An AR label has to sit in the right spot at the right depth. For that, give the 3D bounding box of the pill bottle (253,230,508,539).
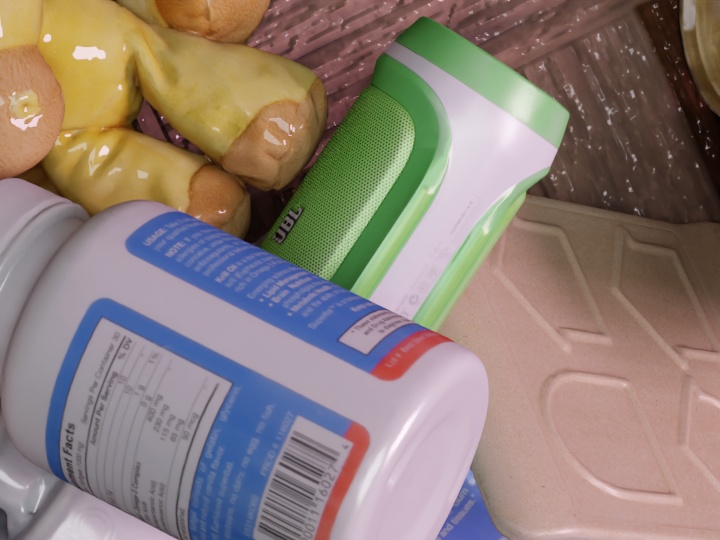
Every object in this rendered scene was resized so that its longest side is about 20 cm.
[{"bbox_3d":[0.022,0.069,1.255,0.200,0.112,0.112,35,90,-13],"label":"pill bottle"}]

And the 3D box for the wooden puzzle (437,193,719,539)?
[{"bbox_3d":[0.108,0.050,1.228,0.200,0.185,0.046,6,139,-36],"label":"wooden puzzle"}]

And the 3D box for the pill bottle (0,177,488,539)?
[{"bbox_3d":[-0.063,0.041,1.058,0.200,0.112,0.112,26,92,19],"label":"pill bottle"}]

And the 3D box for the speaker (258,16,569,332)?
[{"bbox_3d":[0.000,0.000,1.148,0.088,0.088,0.200,33,92,-13],"label":"speaker"}]

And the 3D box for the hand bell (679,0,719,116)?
[{"bbox_3d":[0.258,-0.124,1.302,0.200,0.104,0.104,-4,98,-23],"label":"hand bell"}]

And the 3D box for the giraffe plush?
[{"bbox_3d":[-0.136,-0.087,1.144,0.173,0.162,0.200,-48,66,17],"label":"giraffe plush"}]

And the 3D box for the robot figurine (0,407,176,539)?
[{"bbox_3d":[-0.094,0.136,1.241,0.200,0.113,0.170,37,128,-12],"label":"robot figurine"}]
